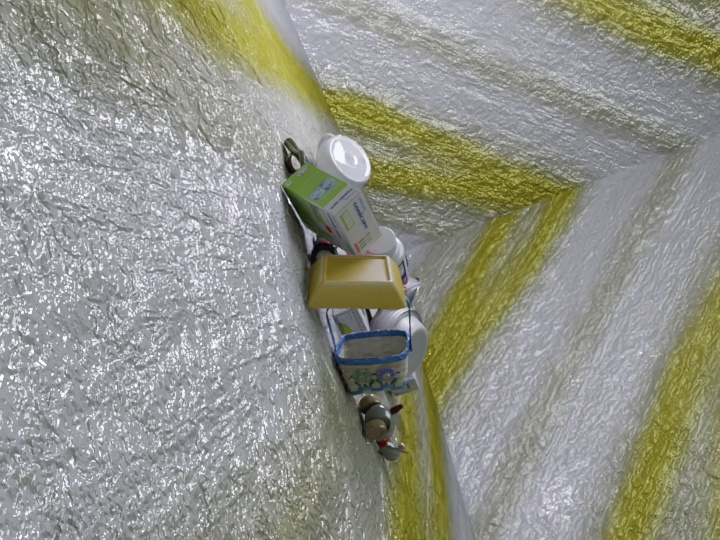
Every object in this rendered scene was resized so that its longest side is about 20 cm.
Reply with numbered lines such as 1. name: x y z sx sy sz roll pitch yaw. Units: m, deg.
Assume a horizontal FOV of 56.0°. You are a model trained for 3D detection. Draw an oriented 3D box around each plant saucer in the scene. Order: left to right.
1. plant saucer: -0.008 0.015 1.401 0.200 0.199 0.049 -95 -173 -67

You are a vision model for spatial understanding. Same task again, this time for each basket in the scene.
1. basket: 0.029 0.153 1.422 0.139 0.175 0.201 -73 154 -74

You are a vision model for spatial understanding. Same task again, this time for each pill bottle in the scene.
1. pill bottle: 0.065 -0.027 1.792 0.200 0.111 0.112 72 1 -59

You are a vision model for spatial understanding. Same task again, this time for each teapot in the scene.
1. teapot: -0.075 -0.326 2.177 0.197 0.146 0.200 42 45 -15

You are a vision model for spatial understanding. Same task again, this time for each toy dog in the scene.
1. toy dog: 0.067 0.346 1.505 0.200 0.096 0.133 57 15 -63

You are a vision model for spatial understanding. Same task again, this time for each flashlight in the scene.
1. flashlight: -0.080 -0.050 1.620 0.200 0.068 0.068 -86 -178 -77

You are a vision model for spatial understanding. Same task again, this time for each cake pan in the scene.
1. cake pan: 0.098 0.096 1.925 0.037 0.201 0.200 34 14 -8

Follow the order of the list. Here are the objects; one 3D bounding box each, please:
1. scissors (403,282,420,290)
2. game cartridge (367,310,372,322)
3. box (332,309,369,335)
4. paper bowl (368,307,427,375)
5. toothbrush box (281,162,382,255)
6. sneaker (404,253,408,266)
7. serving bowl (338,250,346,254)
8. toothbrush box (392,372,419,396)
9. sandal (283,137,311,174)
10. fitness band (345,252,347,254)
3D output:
1. scissors: 0.106 0.043 1.793 0.073 0.014 0.200 39 30 6
2. game cartridge: 0.001 0.118 1.930 0.200 0.041 0.134 -10 85 -84
3. box: -0.029 0.077 1.677 0.200 0.060 0.117 -102 170 -52
4. paper bowl: 0.099 0.193 1.747 0.200 0.104 0.202 -29 128 -47
5. toothbrush box: -0.064 -0.134 1.503 0.200 0.086 0.146 31 -21 40
6. sneaker: 0.088 -0.023 1.996 0.071 0.099 0.200 52 2 -15
7. serving bowl: 0.013 0.014 1.982 0.201 0.066 0.200 55 3 -4
8. toothbrush box: 0.109 0.263 2.063 0.146 0.086 0.201 65 8 -67
9. sandal: -0.158 -0.266 1.687 0.080 0.057 0.201 59 -3 -36
10. fitness band: 0.000 0.000 1.742 0.144 0.037 0.201 -132 -162 -78
